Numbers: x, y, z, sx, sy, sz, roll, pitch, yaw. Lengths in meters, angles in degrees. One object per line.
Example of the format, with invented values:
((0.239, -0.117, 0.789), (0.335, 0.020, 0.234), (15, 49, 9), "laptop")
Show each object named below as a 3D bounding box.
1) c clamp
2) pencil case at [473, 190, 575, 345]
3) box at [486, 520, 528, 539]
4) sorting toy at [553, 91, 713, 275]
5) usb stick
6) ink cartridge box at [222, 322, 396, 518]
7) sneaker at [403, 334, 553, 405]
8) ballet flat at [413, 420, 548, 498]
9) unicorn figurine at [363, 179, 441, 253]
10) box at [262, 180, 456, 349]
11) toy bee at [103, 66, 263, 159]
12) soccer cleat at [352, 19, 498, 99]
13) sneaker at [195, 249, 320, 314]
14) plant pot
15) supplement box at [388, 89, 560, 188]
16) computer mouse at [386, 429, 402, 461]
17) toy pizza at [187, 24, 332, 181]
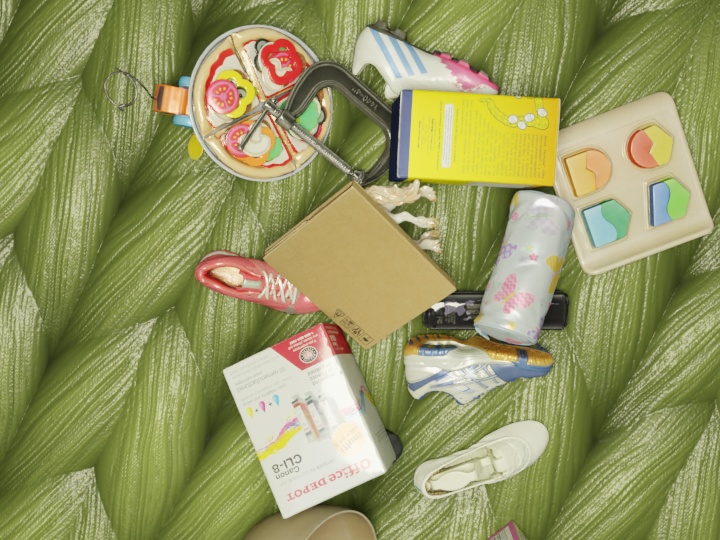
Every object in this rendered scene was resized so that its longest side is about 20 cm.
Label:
((-0.039, -0.179, 0.996), (0.199, 0.027, 0.172), (31, 80, -20), "c clamp")
((0.212, -0.004, 0.979), (0.090, 0.083, 0.201), (11, 77, 31), "pencil case")
((0.205, 0.485, 1.027), (0.176, 0.097, 0.200), (-39, 90, 5), "box")
((0.356, -0.115, 1.007), (0.184, 0.036, 0.201), (-21, 92, 4), "sorting toy")
((0.184, 0.055, 1.031), (0.199, 0.033, 0.056), (0, 101, 3), "usb stick")
((-0.060, 0.190, 0.980), (0.145, 0.145, 0.201), (-26, 81, 4), "ink cartridge box")
((0.159, 0.137, 1.026), (0.199, 0.075, 0.089), (2, 106, 10), "sneaker")
((0.168, 0.266, 1.029), (0.199, 0.069, 0.070), (-22, 93, 4), "ballet flat")
((0.038, -0.041, 0.998), (0.136, 0.074, 0.201), (-6, 126, 6), "unicorn figurine")
((0.000, 0.000, 0.970), (0.163, 0.021, 0.200), (-36, 115, 26), "box")
((-0.232, -0.230, 1.010), (0.199, 0.109, 0.131), (31, 87, -24), "toy bee")
((0.082, -0.255, 1.002), (0.199, 0.070, 0.087), (27, 103, 7), "soccer cleat")
((-0.130, 0.023, 1.017), (0.199, 0.087, 0.074), (10, 95, 2), "sneaker")
((-0.088, 0.400, 1.008), (0.134, 0.200, 0.202), (8, 95, 39), "plant pot")
((0.141, -0.166, 0.970), (0.199, 0.109, 0.110), (3, 94, -4), "supplement box")
((-0.040, 0.254, 1.055), (0.199, 0.034, 0.059), (-7, 94, 4), "computer mouse")
((-0.124, -0.217, 0.984), (0.199, 0.032, 0.202), (-4, 100, -26), "toy pizza")
